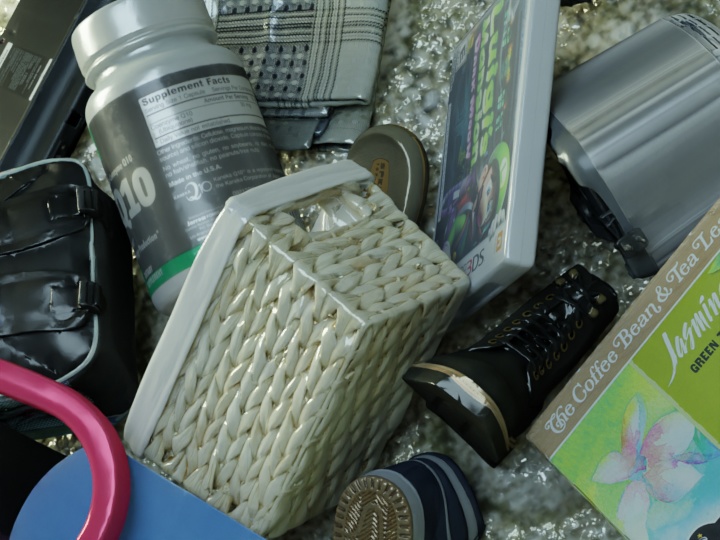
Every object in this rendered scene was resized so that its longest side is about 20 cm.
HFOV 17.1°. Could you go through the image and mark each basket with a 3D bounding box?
[{"bbox_3d":[-0.038,0.052,1.487,0.123,0.135,0.200,40,123,20],"label":"basket"}]

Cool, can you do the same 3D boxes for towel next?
[{"bbox_3d":[-0.068,-0.179,1.676,0.192,0.035,0.201,4,75,22],"label":"towel"}]

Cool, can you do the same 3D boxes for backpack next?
[{"bbox_3d":[-0.249,0.031,1.610,0.199,0.151,0.178,-11,62,9],"label":"backpack"}]

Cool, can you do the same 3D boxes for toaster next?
[{"bbox_3d":[0.184,-0.080,1.467,0.129,0.200,0.114,-34,106,2],"label":"toaster"}]

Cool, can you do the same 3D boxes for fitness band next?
[{"bbox_3d":[-0.237,0.127,1.485,0.199,0.037,0.144,20,78,19],"label":"fitness band"}]

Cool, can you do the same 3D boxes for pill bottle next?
[{"bbox_3d":[-0.116,-0.080,1.599,0.113,0.113,0.201,-24,77,12],"label":"pill bottle"}]

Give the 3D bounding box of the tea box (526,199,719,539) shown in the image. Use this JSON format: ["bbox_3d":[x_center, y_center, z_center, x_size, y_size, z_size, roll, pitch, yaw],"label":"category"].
[{"bbox_3d":[0.244,0.091,1.384,0.197,0.133,0.200,44,103,29],"label":"tea box"}]

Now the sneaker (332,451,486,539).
[{"bbox_3d":[0.022,0.208,1.500,0.070,0.108,0.201,18,110,23],"label":"sneaker"}]

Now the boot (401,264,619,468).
[{"bbox_3d":[0.100,0.042,1.447,0.077,0.200,0.138,43,88,6],"label":"boot"}]

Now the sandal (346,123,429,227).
[{"bbox_3d":[0.000,0.000,1.570,0.080,0.054,0.201,4,85,29],"label":"sandal"}]

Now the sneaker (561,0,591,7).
[{"bbox_3d":[0.160,-0.270,1.609,0.093,0.070,0.200,26,85,44],"label":"sneaker"}]

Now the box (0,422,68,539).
[{"bbox_3d":[-0.301,0.157,1.595,0.199,0.141,0.079,-6,73,19],"label":"box"}]

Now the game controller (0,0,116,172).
[{"bbox_3d":[-0.231,-0.136,1.729,0.104,0.042,0.201,21,80,40],"label":"game controller"}]

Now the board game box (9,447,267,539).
[{"bbox_3d":[-0.130,0.205,1.496,0.200,0.039,0.159,28,103,21],"label":"board game box"}]

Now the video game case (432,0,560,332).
[{"bbox_3d":[0.082,-0.077,1.513,0.023,0.182,0.201,11,73,-12],"label":"video game case"}]
